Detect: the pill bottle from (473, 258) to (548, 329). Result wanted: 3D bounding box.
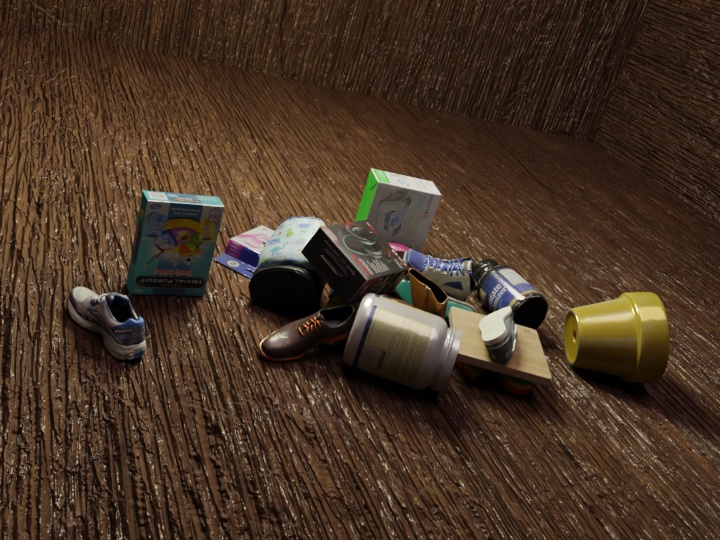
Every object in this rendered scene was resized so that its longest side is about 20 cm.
[{"bbox_3d":[0.349,0.057,1.909,0.111,0.113,0.200,2,28,-30],"label":"pill bottle"}]

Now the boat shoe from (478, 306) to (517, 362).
[{"bbox_3d":[0.287,0.130,1.632,0.062,0.072,0.200,61,17,-8],"label":"boat shoe"}]

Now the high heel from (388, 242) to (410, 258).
[{"bbox_3d":[0.121,-0.012,1.945,0.199,0.068,0.096,21,13,-2],"label":"high heel"}]

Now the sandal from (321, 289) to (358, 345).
[{"bbox_3d":[-0.041,0.081,1.634,0.079,0.087,0.201,23,45,-1],"label":"sandal"}]

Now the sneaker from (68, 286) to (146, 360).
[{"bbox_3d":[-0.433,0.069,1.381,0.199,0.086,0.077,32,28,29],"label":"sneaker"}]

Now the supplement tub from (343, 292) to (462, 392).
[{"bbox_3d":[0.080,0.140,1.509,0.199,0.146,0.145,19,24,3],"label":"supplement tub"}]

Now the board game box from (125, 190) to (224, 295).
[{"bbox_3d":[-0.359,-0.048,1.538,0.150,0.201,0.047,2,28,-31],"label":"board game box"}]

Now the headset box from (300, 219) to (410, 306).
[{"bbox_3d":[-0.012,-0.018,1.593,0.149,0.077,0.200,48,27,17],"label":"headset box"}]

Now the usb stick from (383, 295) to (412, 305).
[{"bbox_3d":[0.083,0.088,1.759,0.198,0.033,0.056,18,34,1],"label":"usb stick"}]

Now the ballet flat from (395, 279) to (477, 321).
[{"bbox_3d":[0.173,0.080,1.822,0.199,0.068,0.064,23,-3,9],"label":"ballet flat"}]

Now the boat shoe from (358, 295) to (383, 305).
[{"bbox_3d":[0.000,0.000,1.745,0.069,0.071,0.201,-2,50,-12],"label":"boat shoe"}]

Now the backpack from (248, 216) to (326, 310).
[{"bbox_3d":[-0.131,-0.022,1.673,0.162,0.155,0.200,1,21,21],"label":"backpack"}]

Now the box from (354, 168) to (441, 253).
[{"bbox_3d":[0.087,-0.138,2.035,0.175,0.201,0.097,11,26,-17],"label":"box"}]

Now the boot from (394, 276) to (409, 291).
[{"bbox_3d":[0.041,0.011,1.846,0.153,0.074,0.203,29,28,17],"label":"boot"}]

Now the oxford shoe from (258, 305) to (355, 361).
[{"bbox_3d":[-0.099,0.110,1.494,0.199,0.073,0.071,-21,62,-29],"label":"oxford shoe"}]

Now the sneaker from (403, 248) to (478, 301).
[{"bbox_3d":[0.199,-0.001,1.843,0.199,0.115,0.081,34,40,-21],"label":"sneaker"}]

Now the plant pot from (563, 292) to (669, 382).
[{"bbox_3d":[0.563,0.150,1.783,0.187,0.202,0.201,0,26,-2],"label":"plant pot"}]

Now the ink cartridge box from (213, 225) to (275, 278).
[{"bbox_3d":[-0.197,-0.029,1.804,0.195,0.044,0.200,25,24,15],"label":"ink cartridge box"}]

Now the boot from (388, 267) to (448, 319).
[{"bbox_3d":[0.106,0.070,1.620,0.068,0.201,0.188,-33,54,-16],"label":"boot"}]

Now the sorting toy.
[{"bbox_3d":[0.278,0.175,1.663,0.198,0.070,0.199,16,24,-5],"label":"sorting toy"}]
